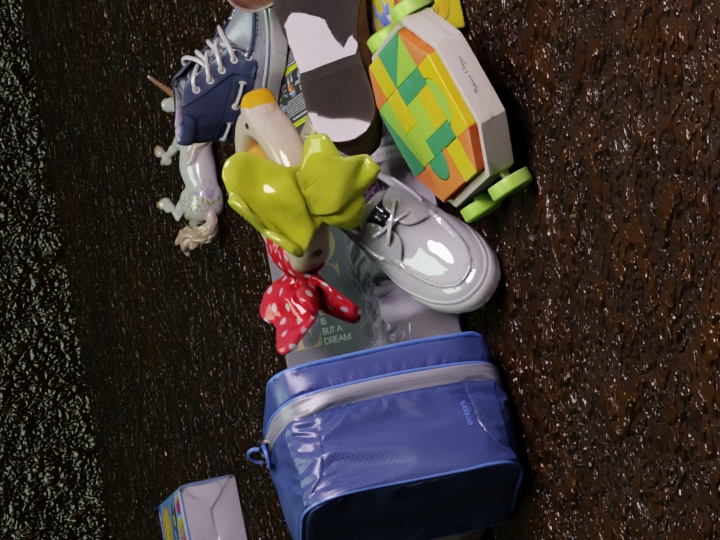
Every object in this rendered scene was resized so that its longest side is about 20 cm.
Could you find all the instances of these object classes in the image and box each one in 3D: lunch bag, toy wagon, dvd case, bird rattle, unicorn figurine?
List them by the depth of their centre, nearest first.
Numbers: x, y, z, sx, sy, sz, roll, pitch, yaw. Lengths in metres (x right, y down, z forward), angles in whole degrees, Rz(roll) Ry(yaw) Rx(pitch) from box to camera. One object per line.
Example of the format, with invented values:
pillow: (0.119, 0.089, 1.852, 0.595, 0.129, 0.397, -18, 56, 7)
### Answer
toy wagon: (0.054, -0.109, 1.650, 0.156, 0.039, 0.200, 61, 162, 4)
lunch bag: (0.013, 0.127, 1.711, 0.136, 0.198, 0.133, 100, 158, -60)
bird rattle: (-0.048, -0.047, 1.718, 0.200, 0.112, 0.164, 82, 164, -59)
dvd case: (0.000, 0.000, 1.811, 0.016, 0.148, 0.202, 11, -112, -72)
unicorn figurine: (-0.191, -0.125, 2.542, 0.137, 0.073, 0.201, -13, 100, 65)

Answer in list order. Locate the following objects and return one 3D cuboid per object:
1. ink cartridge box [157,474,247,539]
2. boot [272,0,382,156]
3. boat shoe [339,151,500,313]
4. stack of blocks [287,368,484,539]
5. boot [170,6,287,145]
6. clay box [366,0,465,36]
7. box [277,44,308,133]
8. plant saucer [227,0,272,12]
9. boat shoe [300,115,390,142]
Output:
ink cartridge box: (-0.191, 0.336, 2.759, 0.200, 0.076, 0.138, 131, 128, -71)
boot: (-0.021, -0.181, 1.748, 0.075, 0.073, 0.202, 45, -145, -69)
boat shoe: (0.025, -0.037, 1.724, 0.072, 0.068, 0.200, -51, 49, 7)
stack of blocks: (0.013, 0.170, 1.870, 0.200, 0.058, 0.115, 50, 152, 22)
boot: (-0.120, -0.186, 2.042, 0.201, 0.090, 0.073, 98, 157, -46)
clay box: (0.024, -0.261, 1.738, 0.115, 0.047, 0.202, 140, 117, -71)
box: (-0.041, -0.205, 2.005, 0.200, 0.044, 0.162, 160, 100, -74)
plant saucer: (-0.053, -0.306, 1.891, 0.200, 0.036, 0.202, -31, 51, 47)
boat shoe: (-0.010, -0.109, 1.862, 0.074, 0.068, 0.201, 30, 143, 28)
